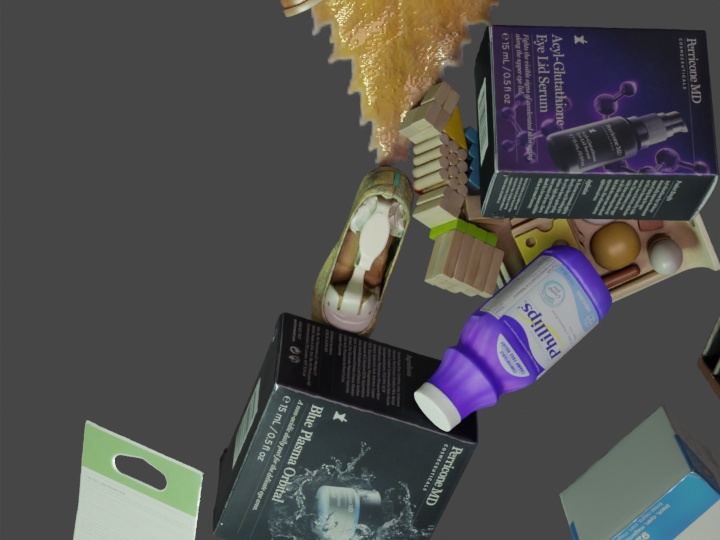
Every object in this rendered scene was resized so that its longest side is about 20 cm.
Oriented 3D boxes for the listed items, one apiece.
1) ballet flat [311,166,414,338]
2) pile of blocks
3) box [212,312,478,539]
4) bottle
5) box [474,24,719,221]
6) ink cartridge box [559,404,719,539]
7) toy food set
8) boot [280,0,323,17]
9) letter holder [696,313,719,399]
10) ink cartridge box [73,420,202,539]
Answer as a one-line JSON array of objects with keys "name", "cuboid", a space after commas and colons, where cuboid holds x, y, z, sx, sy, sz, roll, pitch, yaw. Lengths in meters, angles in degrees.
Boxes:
[{"name": "ballet flat", "cuboid": [0.000, 0.000, 1.712, 0.071, 0.071, 0.200, 16, 109, -10]}, {"name": "pile of blocks", "cuboid": [0.083, -0.070, 1.684, 0.082, 0.062, 0.200, -2, 82, -31]}, {"name": "box", "cuboid": [-0.015, 0.172, 1.729, 0.200, 0.117, 0.197, 17, 122, -10]}, {"name": "bottle", "cuboid": [0.136, 0.064, 1.656, 0.200, 0.065, 0.084, -40, 107, -16]}, {"name": "box", "cuboid": [0.207, -0.130, 1.622, 0.200, 0.104, 0.148, -1, 69, -4]}, {"name": "ink cartridge box", "cuboid": [0.322, 0.269, 1.791, 0.145, 0.147, 0.200, -43, 107, 12]}, {"name": "toy food set", "cuboid": [0.223, -0.023, 1.721, 0.200, 0.060, 0.144, -24, 110, 5]}, {"name": "boot", "cuboid": [-0.038, -0.334, 1.583, 0.155, 0.074, 0.200, 43, 90, -18]}, {"name": "letter holder", "cuboid": [0.451, 0.077, 1.754, 0.200, 0.101, 0.142, 18, 107, -10]}, {"name": "ink cartridge box", "cuboid": [-0.209, 0.252, 1.766, 0.145, 0.048, 0.200, 20, 112, 26]}]
